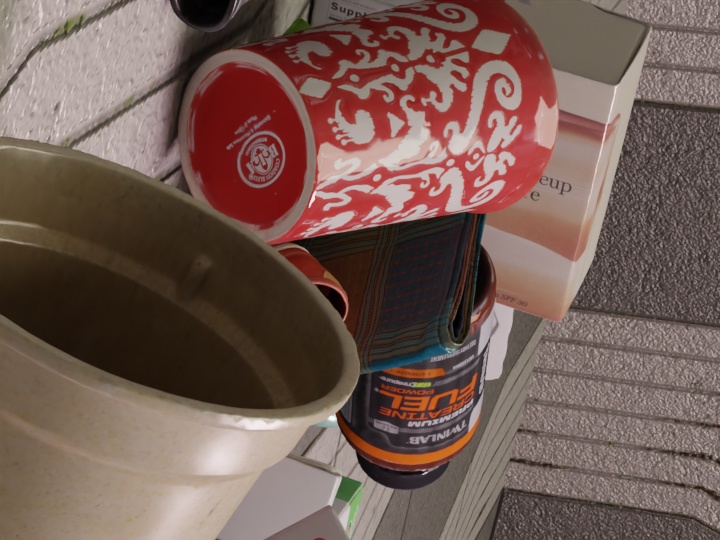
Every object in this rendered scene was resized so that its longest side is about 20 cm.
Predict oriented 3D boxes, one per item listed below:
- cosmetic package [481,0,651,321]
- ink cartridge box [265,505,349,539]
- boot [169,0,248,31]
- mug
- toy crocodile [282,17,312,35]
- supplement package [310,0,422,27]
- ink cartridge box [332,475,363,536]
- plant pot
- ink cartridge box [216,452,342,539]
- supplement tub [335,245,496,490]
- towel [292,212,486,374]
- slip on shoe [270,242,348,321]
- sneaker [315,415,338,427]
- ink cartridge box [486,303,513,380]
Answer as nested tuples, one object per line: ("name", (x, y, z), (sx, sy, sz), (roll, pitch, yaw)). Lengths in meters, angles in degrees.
("cosmetic package", (0.120, -0.078, 1.533), (0.087, 0.103, 0.201), (-58, 161, -50))
("ink cartridge box", (-0.068, 0.250, 1.325), (0.199, 0.147, 0.084), (-28, 159, -8))
("boot", (-0.038, -0.227, 1.175), (0.132, 0.069, 0.202), (-40, 143, -62))
("mug", (-0.003, -0.066, 1.309), (0.199, 0.133, 0.179), (-15, 133, -48))
("toy crocodile", (-0.032, -0.106, 1.435), (0.068, 0.062, 0.200), (-50, 162, -6))
("supplement package", (0.026, -0.121, 1.560), (0.110, 0.113, 0.201), (-57, 163, -50))
("ink cartridge box", (-0.075, 0.248, 1.745), (0.200, 0.083, 0.147), (-44, 151, -69))
("plant pot", (-0.128, 0.076, 0.925), (0.184, 0.199, 0.200), (-63, 173, 20))
("ink cartridge box", (-0.093, 0.216, 1.501), (0.145, 0.083, 0.201), (141, -30, -75))
("supplement tub", (0.035, 0.064, 1.560), (0.201, 0.106, 0.107), (92, 19, -49))
("towel", (0.000, 0.000, 1.456), (0.022, 0.199, 0.148), (30, 59, -37))
("slip on shoe", (-0.085, 0.054, 1.288), (0.200, 0.061, 0.075), (-38, 133, -30))
("sneaker", (-0.012, 0.017, 1.740), (0.201, 0.077, 0.141), (-74, 175, -57))
("ink cartridge box", (0.069, -0.031, 1.833), (0.145, 0.084, 0.201), (97, -11, -48))
